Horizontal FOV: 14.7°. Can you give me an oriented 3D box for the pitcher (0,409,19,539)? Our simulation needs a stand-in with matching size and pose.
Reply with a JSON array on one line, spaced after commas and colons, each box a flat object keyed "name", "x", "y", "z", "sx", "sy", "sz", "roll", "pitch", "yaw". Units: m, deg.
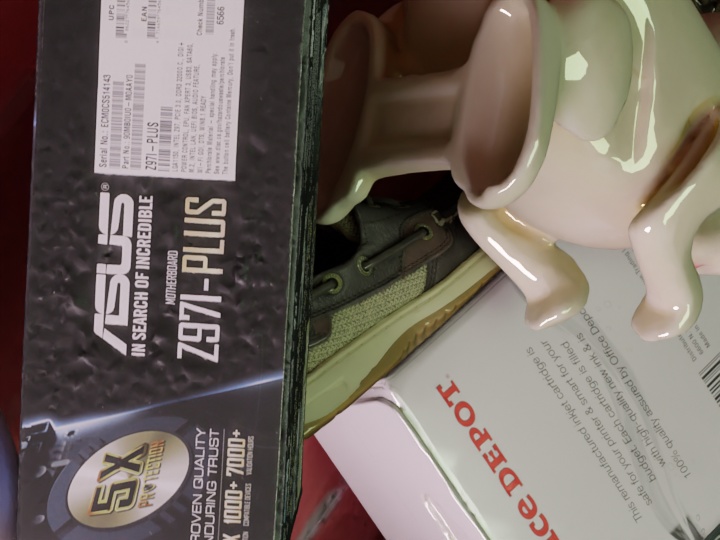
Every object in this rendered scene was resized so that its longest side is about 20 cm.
[{"name": "pitcher", "x": -0.185, "y": 0.117, "z": 0.917, "sx": 0.171, "sy": 0.121, "sz": 0.201, "roll": -32, "pitch": 139, "yaw": -26}]

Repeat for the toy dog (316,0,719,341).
[{"name": "toy dog", "x": 0.095, "y": -0.066, "z": 1.074, "sx": 0.199, "sy": 0.139, "sz": 0.195, "roll": 21, "pitch": 66, "yaw": -36}]

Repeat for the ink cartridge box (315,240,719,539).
[{"name": "ink cartridge box", "x": 0.091, "y": 0.051, "z": 1.170, "sx": 0.200, "sy": 0.084, "sz": 0.146, "roll": -40, "pitch": 103, "yaw": -29}]

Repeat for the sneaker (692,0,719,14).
[{"name": "sneaker", "x": 0.128, "y": -0.191, "z": 1.158, "sx": 0.076, "sy": 0.070, "sz": 0.201, "roll": -49, "pitch": 124, "yaw": -83}]

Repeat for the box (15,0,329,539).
[{"name": "box", "x": -0.059, "y": -0.009, "z": 0.937, "sx": 0.164, "sy": 0.086, "sz": 0.201, "roll": -75, "pitch": 169, "yaw": -82}]

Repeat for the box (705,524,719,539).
[{"name": "box", "x": 0.121, "y": 0.100, "z": 1.265, "sx": 0.200, "sy": 0.041, "sz": 0.120, "roll": -32, "pitch": 104, "yaw": -33}]

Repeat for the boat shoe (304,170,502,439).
[{"name": "boat shoe", "x": -0.001, "y": 0.001, "z": 1.097, "sx": 0.066, "sy": 0.072, "sz": 0.201, "roll": 56, "pitch": 48, "yaw": -11}]
